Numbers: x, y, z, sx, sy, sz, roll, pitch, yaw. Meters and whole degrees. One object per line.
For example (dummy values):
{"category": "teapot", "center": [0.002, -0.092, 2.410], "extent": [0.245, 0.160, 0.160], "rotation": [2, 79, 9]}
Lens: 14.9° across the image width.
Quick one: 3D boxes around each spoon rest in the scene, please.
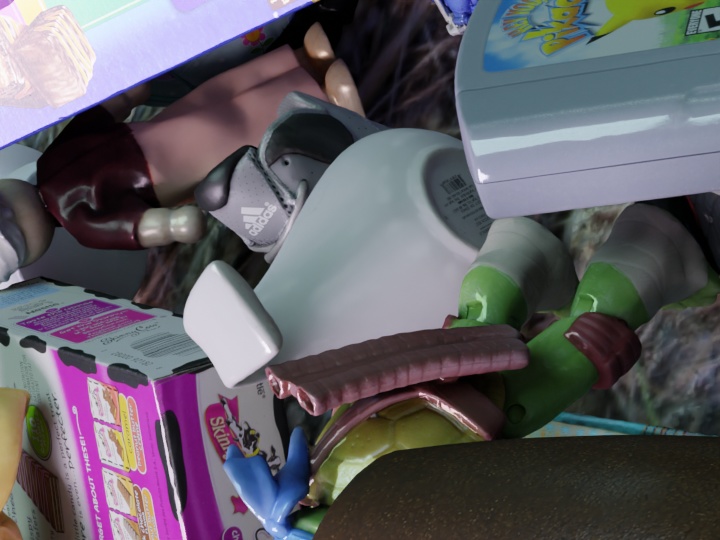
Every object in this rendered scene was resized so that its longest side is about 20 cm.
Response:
{"category": "spoon rest", "center": [0.000, 0.000, 1.049], "extent": [0.061, 0.200, 0.099], "rotation": [-43, 78, 38]}

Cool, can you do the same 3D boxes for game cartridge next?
{"category": "game cartridge", "center": [0.104, -0.086, 1.000], "extent": [0.133, 0.041, 0.200], "rotation": [-11, 28, 19]}

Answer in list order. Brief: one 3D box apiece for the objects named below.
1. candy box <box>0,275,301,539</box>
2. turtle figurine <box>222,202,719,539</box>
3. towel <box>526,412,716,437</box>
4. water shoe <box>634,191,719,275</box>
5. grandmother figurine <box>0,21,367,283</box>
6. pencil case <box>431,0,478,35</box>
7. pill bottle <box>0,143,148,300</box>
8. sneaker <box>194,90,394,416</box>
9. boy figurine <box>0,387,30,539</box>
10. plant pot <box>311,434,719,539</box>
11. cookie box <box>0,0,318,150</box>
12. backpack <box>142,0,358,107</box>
{"category": "candy box", "center": [-0.101, 0.085, 1.154], "extent": [0.200, 0.061, 0.137], "rotation": [13, 116, 54]}
{"category": "turtle figurine", "center": [0.058, 0.081, 0.976], "extent": [0.194, 0.200, 0.144], "rotation": [-54, -1, -32]}
{"category": "towel", "center": [0.074, 0.122, 1.007], "extent": [0.200, 0.022, 0.147], "rotation": [8, 71, 53]}
{"category": "water shoe", "center": [0.150, -0.040, 1.004], "extent": [0.079, 0.072, 0.200], "rotation": [-28, 32, -7]}
{"category": "grandmother figurine", "center": [-0.097, -0.044, 1.223], "extent": [0.200, 0.061, 0.121], "rotation": [-22, 29, -6]}
{"category": "pencil case", "center": [0.038, -0.153, 1.192], "extent": [0.087, 0.078, 0.200], "rotation": [-39, 34, -7]}
{"category": "pill bottle", "center": [-0.196, -0.002, 1.349], "extent": [0.200, 0.112, 0.112], "rotation": [-11, 58, 48]}
{"category": "sneaker", "center": [-0.020, 0.008, 1.105], "extent": [0.075, 0.115, 0.200], "rotation": [-41, 33, 37]}
{"category": "boy figurine", "center": [-0.147, 0.142, 1.133], "extent": [0.124, 0.064, 0.200], "rotation": [-137, 36, -85]}
{"category": "plant pot", "center": [0.085, 0.123, 0.797], "extent": [0.200, 0.187, 0.187], "rotation": [15, 77, 32]}
{"category": "cookie box", "center": [-0.117, -0.160, 1.153], "extent": [0.200, 0.171, 0.075], "rotation": [-23, 11, 23]}
{"category": "backpack", "center": [-0.119, -0.161, 1.289], "extent": [0.127, 0.200, 0.167], "rotation": [-54, 36, 9]}
